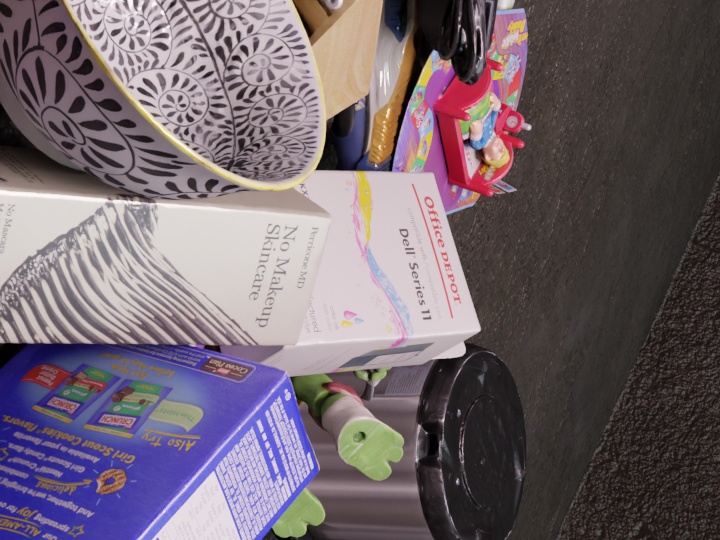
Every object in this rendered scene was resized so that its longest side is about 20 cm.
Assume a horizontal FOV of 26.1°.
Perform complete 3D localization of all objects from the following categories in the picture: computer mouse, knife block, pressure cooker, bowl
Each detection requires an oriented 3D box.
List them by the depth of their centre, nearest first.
[{"bbox_3d":[-0.114,-0.107,0.731,0.094,0.201,0.201,-28,178,25],"label":"bowl"},{"bbox_3d":[-0.027,-0.130,0.913,0.200,0.064,0.175,-42,167,33],"label":"knife block"},{"bbox_3d":[0.060,-0.183,0.956,0.200,0.052,0.139,-46,143,-83],"label":"computer mouse"},{"bbox_3d":[0.016,0.143,1.251,0.176,0.199,0.180,-3,90,-61],"label":"pressure cooker"}]

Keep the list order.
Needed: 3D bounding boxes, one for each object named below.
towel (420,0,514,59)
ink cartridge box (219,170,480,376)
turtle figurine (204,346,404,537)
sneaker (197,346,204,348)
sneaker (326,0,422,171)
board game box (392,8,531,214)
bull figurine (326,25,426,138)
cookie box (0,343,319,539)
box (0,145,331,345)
[{"bbox_3d":[0.080,-0.176,1.219,0.171,0.048,0.201,-119,-133,-81],"label":"towel"},{"bbox_3d":[0.000,0.000,0.985,0.199,0.118,0.067,-3,160,-40],"label":"ink cartridge box"},{"bbox_3d":[-0.036,0.106,1.060,0.194,0.143,0.201,-124,-150,-58],"label":"turtle figurine"},{"bbox_3d":[-0.122,-0.006,0.904,0.089,0.080,0.201,-65,163,-62],"label":"sneaker"},{"bbox_3d":[-0.007,-0.138,1.048,0.075,0.088,0.201,-45,144,-60],"label":"sneaker"},{"bbox_3d":[0.090,-0.105,1.115,0.200,0.039,0.159,-21,129,-60],"label":"board game box"},{"bbox_3d":[0.020,-0.183,1.113,0.121,0.065,0.201,-41,152,-66],"label":"bull figurine"},{"bbox_3d":[-0.148,0.122,0.775,0.200,0.171,0.075,-47,133,-36],"label":"cookie box"},{"bbox_3d":[-0.117,-0.010,0.781,0.199,0.068,0.083,2,111,-39],"label":"box"}]
